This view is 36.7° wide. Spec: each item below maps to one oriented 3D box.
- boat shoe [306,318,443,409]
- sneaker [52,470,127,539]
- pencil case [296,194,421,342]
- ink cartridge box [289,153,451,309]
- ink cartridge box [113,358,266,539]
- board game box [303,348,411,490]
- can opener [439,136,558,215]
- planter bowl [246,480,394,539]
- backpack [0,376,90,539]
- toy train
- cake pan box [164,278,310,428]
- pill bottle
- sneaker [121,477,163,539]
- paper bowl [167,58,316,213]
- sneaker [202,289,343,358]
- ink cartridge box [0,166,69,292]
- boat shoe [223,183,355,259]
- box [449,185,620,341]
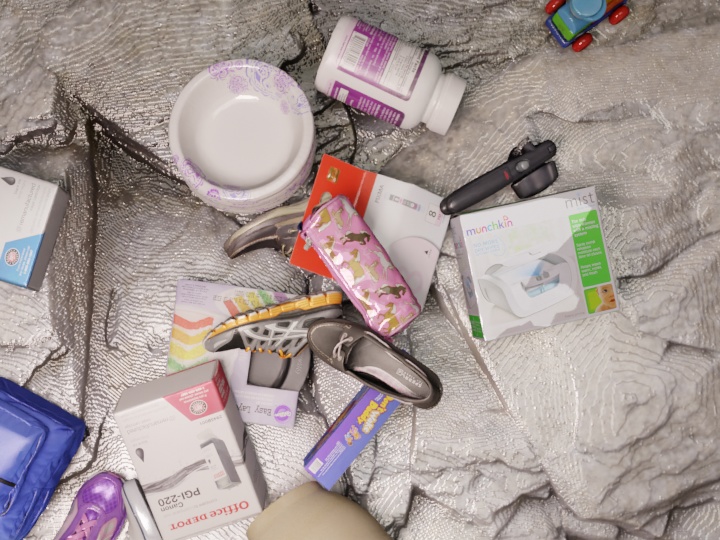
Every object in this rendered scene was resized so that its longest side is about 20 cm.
[{"bbox_3d":[0.016,0.114,1.379,0.198,0.057,0.068,27,89,15],"label":"boat shoe"},{"bbox_3d":[-0.376,0.365,1.447,0.080,0.088,0.202,30,83,0],"label":"sneaker"},{"bbox_3d":[0.000,0.000,1.437,0.086,0.083,0.201,-36,94,2],"label":"pencil case"},{"bbox_3d":[0.019,-0.051,1.496,0.198,0.057,0.165,21,83,-29],"label":"ink cartridge box"},{"bbox_3d":[-0.223,0.242,1.437,0.143,0.085,0.203,-18,106,2],"label":"ink cartridge box"},{"bbox_3d":[0.003,0.197,1.464,0.045,0.134,0.201,40,84,0],"label":"board game box"},{"bbox_3d":[0.198,-0.128,1.523,0.198,0.063,0.080,-26,85,-23],"label":"can opener"},{"bbox_3d":[-0.068,0.365,1.427,0.199,0.201,0.135,-36,71,-6],"label":"planter bowl"},{"bbox_3d":[-0.482,0.258,1.411,0.161,0.168,0.202,28,88,5],"label":"backpack"},{"bbox_3d":[0.364,-0.406,1.548,0.199,0.116,0.085,-37,89,-6],"label":"toy train"},{"bbox_3d":[-0.168,0.116,1.502,0.196,0.052,0.188,9,87,-4],"label":"cake pan box"},{"bbox_3d":[0.044,-0.267,1.517,0.197,0.112,0.114,24,84,-2],"label":"pill bottle"},{"bbox_3d":[-0.292,0.382,1.453,0.070,0.073,0.203,-19,93,-9],"label":"sneaker"},{"bbox_3d":[-0.159,-0.177,1.489,0.197,0.104,0.204,0,76,0],"label":"paper bowl"},{"bbox_3d":[-0.113,0.083,1.448,0.196,0.078,0.079,-14,95,-4],"label":"sneaker"},{"bbox_3d":[-0.517,-0.072,1.474,0.197,0.084,0.148,17,85,-2],"label":"ink cartridge box"},{"bbox_3d":[-0.093,-0.054,1.509,0.197,0.075,0.074,-24,87,-4],"label":"boat shoe"},{"bbox_3d":[0.240,-0.010,1.516,0.196,0.097,0.180,-11,91,-5],"label":"box"}]
